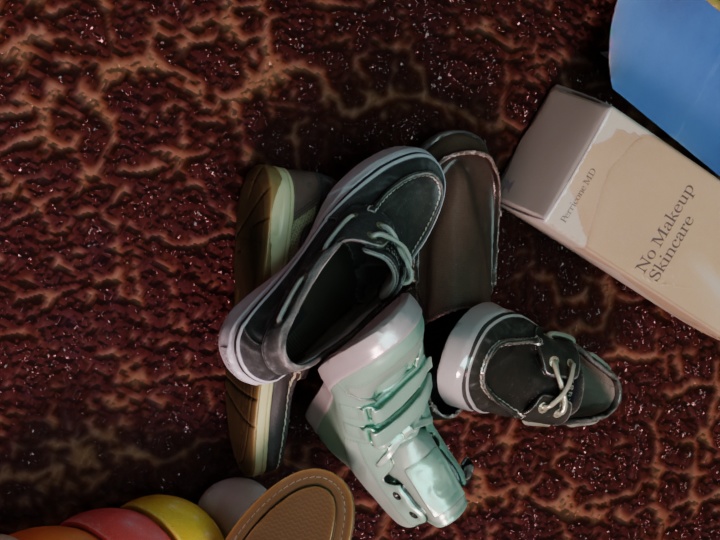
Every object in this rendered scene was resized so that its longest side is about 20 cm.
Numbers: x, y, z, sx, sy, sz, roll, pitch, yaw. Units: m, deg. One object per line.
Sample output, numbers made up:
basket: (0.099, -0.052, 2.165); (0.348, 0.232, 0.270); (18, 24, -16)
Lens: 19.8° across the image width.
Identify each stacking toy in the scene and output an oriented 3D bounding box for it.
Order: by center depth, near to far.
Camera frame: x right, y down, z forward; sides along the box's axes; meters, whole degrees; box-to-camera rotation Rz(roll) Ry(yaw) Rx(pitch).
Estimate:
stacking toy: (-0.132, 0.187, 1.294); (0.200, 0.146, 0.146); (-33, 117, -33)

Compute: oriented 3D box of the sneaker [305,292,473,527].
sneaker: (0.033, 0.091, 1.246); (0.074, 0.200, 0.118); (-39, 79, -18)

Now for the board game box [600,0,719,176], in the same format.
board game box: (0.241, -0.160, 1.419); (0.200, 0.039, 0.158); (34, 82, -32)

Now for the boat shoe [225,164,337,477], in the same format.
boat shoe: (-0.045, 0.034, 1.309); (0.065, 0.073, 0.200); (1, 104, -21)

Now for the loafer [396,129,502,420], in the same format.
loafer: (0.064, 0.009, 1.356); (0.073, 0.071, 0.200); (-3, 106, -26)

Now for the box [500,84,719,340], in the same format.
box: (0.197, -0.035, 1.406); (0.200, 0.078, 0.095); (29, 91, -30)

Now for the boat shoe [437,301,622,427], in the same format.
boat shoe: (0.116, 0.066, 1.350); (0.200, 0.064, 0.071); (11, 96, -61)

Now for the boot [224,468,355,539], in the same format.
boot: (-0.039, 0.205, 1.324); (0.200, 0.074, 0.155); (-63, 162, 14)

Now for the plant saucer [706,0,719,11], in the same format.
plant saucer: (0.234, -0.285, 1.338); (0.200, 0.048, 0.200); (39, 85, 0)

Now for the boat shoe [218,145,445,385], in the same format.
boat shoe: (0.000, 0.000, 1.257); (0.200, 0.071, 0.072); (-50, 122, -28)
